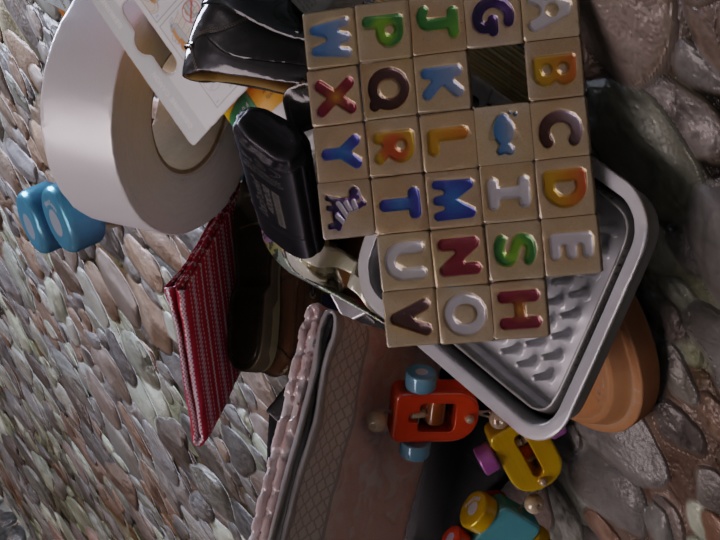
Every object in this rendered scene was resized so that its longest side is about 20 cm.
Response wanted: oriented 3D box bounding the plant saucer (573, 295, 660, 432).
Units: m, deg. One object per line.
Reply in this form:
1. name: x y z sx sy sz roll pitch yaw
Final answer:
1. plant saucer: 0.119 0.024 1.092 0.200 0.032 0.201 48 158 26

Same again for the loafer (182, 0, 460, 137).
1. loafer: -0.022 -0.115 1.009 0.199 0.073 0.073 28 178 25

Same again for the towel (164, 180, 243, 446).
1. towel: -0.117 0.029 1.337 0.022 0.200 0.146 0 118 12

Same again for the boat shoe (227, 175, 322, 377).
1. boat shoe: -0.061 -0.015 1.333 0.072 0.068 0.202 12 93 51

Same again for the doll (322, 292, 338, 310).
1. doll: -0.005 0.045 1.363 0.200 0.048 0.137 45 132 28

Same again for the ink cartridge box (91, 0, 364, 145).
1. ink cartridge box: -0.085 -0.208 1.098 0.200 0.047 0.161 -42 78 29

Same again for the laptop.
1. laptop: 0.024 0.151 1.342 0.187 0.201 0.116 41 -167 14

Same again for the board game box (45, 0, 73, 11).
1. board game box: -0.261 -0.306 1.408 0.200 0.103 0.106 32 145 48

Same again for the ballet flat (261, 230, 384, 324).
1. ballet flat: 0.000 0.000 1.213 0.199 0.071 0.070 30 106 21

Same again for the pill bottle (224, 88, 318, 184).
1. pill bottle: -0.053 -0.144 1.159 0.201 0.112 0.113 55 157 10

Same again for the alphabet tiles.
1. alphabet tiles: 0.053 -0.059 0.947 0.008 0.165 0.202 -11 -84 -72

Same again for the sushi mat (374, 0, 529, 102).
1. sushi mat: 0.073 -0.123 1.051 0.200 0.012 0.096 41 151 39

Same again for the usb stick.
1. usb stick: -0.051 -0.054 1.064 0.055 0.033 0.200 37 169 11

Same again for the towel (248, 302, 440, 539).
1. towel: -0.005 0.138 1.174 0.032 0.202 0.191 9 170 30

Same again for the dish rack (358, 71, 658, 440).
1. dish rack: 0.092 -0.013 1.003 0.200 0.043 0.173 40 119 38

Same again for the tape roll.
1. tape roll: -0.157 -0.131 1.268 0.070 0.203 0.204 11 132 27

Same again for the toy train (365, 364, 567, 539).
1. toy train: 0.073 0.149 1.205 0.056 0.148 0.202 -112 20 -60

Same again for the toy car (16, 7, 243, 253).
1. toy car: -0.223 -0.141 1.434 0.176 0.183 0.202 0 112 64

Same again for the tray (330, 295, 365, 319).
1. tray: -0.018 -0.067 1.256 0.107 0.022 0.201 -25 95 40
